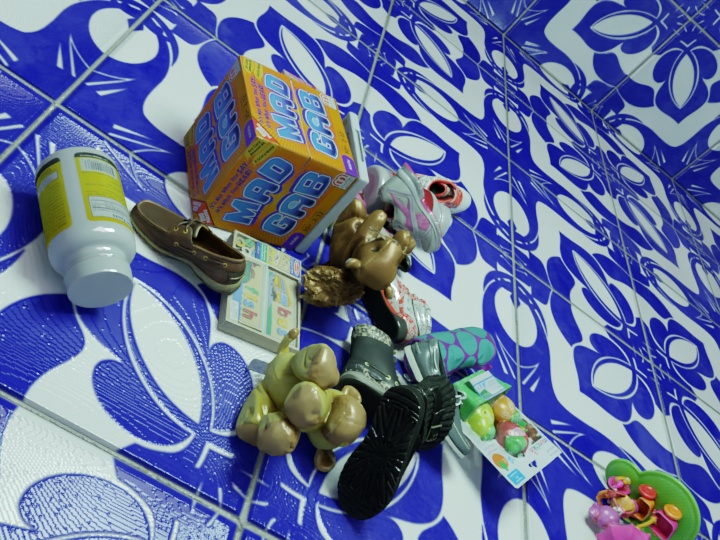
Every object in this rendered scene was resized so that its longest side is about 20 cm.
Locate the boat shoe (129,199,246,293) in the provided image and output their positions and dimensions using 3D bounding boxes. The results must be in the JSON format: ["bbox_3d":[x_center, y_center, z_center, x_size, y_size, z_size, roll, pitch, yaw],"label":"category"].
[{"bbox_3d":[-0.252,-0.049,1.142,0.200,0.068,0.072,35,37,5],"label":"boat shoe"}]

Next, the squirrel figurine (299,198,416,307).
[{"bbox_3d":[0.000,0.000,1.251,0.142,0.200,0.187,43,9,-20],"label":"squirrel figurine"}]

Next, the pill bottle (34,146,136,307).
[{"bbox_3d":[-0.359,-0.056,1.009,0.111,0.111,0.200,9,48,-42],"label":"pill bottle"}]

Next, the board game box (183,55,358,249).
[{"bbox_3d":[-0.157,-0.193,1.293,0.200,0.200,0.200,17,43,-37],"label":"board game box"}]

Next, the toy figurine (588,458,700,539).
[{"bbox_3d":[0.490,0.451,1.406,0.184,0.150,0.200,-11,40,-41],"label":"toy figurine"}]

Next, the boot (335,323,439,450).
[{"bbox_3d":[0.054,0.186,1.242,0.203,0.073,0.154,37,30,-18],"label":"boot"}]

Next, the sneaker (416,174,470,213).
[{"bbox_3d":[0.194,-0.165,1.712,0.201,0.067,0.108,14,3,-34],"label":"sneaker"}]

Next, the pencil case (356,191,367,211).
[{"bbox_3d":[-0.043,-0.179,1.507,0.094,0.091,0.200,62,10,-50],"label":"pencil case"}]

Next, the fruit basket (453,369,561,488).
[{"bbox_3d":[0.241,0.264,1.319,0.200,0.094,0.185,40,29,26],"label":"fruit basket"}]

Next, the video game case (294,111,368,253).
[{"bbox_3d":[-0.061,-0.156,1.358,0.022,0.200,0.183,22,40,-30],"label":"video game case"}]

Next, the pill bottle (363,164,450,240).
[{"bbox_3d":[0.086,-0.129,1.570,0.200,0.112,0.112,22,40,-32],"label":"pill bottle"}]

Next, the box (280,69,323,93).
[{"bbox_3d":[-0.126,-0.297,1.505,0.102,0.095,0.200,25,29,-29],"label":"box"}]

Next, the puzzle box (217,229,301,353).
[{"bbox_3d":[-0.155,0.035,1.213,0.133,0.025,0.200,27,38,-28],"label":"puzzle box"}]

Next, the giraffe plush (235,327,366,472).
[{"bbox_3d":[-0.064,0.196,1.060,0.162,0.173,0.200,41,-2,-25],"label":"giraffe plush"}]

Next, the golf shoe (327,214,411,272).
[{"bbox_3d":[0.025,-0.052,1.458,0.200,0.073,0.092,13,47,-39],"label":"golf shoe"}]

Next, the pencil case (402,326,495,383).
[{"bbox_3d":[0.163,0.153,1.377,0.200,0.085,0.093,-6,64,-50],"label":"pencil case"}]

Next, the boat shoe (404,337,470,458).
[{"bbox_3d":[0.138,0.204,1.239,0.200,0.062,0.073,65,4,11],"label":"boat shoe"}]

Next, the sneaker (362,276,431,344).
[{"bbox_3d":[0.062,0.045,1.404,0.108,0.067,0.202,7,53,-45],"label":"sneaker"}]

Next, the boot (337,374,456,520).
[{"bbox_3d":[0.060,0.250,1.099,0.079,0.211,0.158,32,10,22],"label":"boot"}]

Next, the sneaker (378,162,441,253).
[{"bbox_3d":[0.092,-0.108,1.474,0.200,0.088,0.081,61,2,-33],"label":"sneaker"}]
